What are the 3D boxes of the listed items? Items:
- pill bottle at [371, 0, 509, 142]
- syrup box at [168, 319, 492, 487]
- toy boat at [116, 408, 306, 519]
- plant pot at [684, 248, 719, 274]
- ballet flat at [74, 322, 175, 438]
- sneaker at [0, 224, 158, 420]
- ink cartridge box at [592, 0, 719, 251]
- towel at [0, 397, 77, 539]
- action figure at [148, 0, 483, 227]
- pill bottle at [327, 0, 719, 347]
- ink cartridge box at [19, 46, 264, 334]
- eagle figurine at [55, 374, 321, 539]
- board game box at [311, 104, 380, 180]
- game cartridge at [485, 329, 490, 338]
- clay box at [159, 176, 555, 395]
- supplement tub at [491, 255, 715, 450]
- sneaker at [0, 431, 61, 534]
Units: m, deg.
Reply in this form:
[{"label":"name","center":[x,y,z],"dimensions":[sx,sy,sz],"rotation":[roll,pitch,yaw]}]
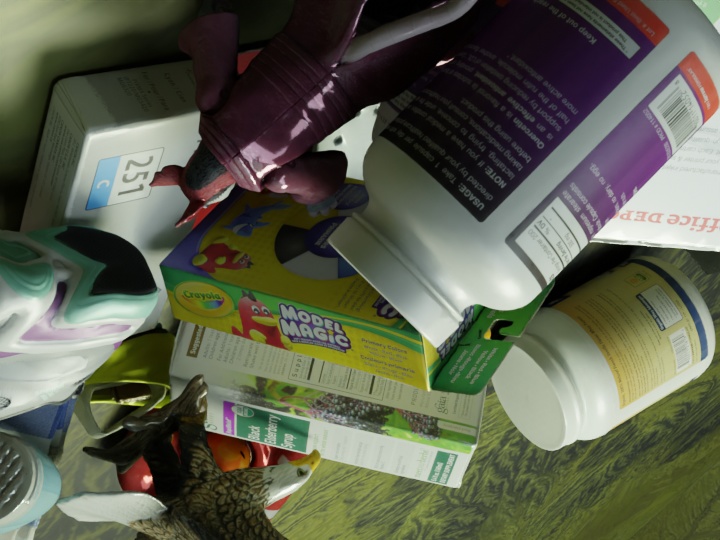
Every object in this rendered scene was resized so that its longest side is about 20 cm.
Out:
[{"label":"pill bottle","center":[0.087,-0.147,0.776],"dimensions":[0.111,0.111,0.200],"rotation":[-8,124,-48]},{"label":"syrup box","center":[-0.021,0.073,0.896],"dimensions":[0.200,0.082,0.079],"rotation":[12,149,1]},{"label":"toy boat","center":[-0.105,0.143,1.008],"dimensions":[0.200,0.130,0.131],"rotation":[-53,-170,30]},{"label":"plant pot","center":[0.317,-0.106,1.118],"dimensions":[0.177,0.200,0.199],"rotation":[-33,158,14]},{"label":"ballet flat","center":[-0.190,0.079,0.877],"dimensions":[0.067,0.067,0.200],"rotation":[-26,169,40]},{"label":"sneaker","center":[-0.218,0.033,0.707],"dimensions":[0.200,0.078,0.140],"rotation":[18,122,-34]},{"label":"ink cartridge box","center":[0.221,-0.121,0.946],"dimensions":[0.146,0.084,0.200],"rotation":[5,123,-13]},{"label":"towel","center":[-0.259,0.115,0.837],"dimensions":[0.147,0.024,0.200],"rotation":[13,134,-14]},{"label":"action figure","center":[-0.019,-0.089,0.680],"dimensions":[0.200,0.134,0.149],"rotation":[-45,-160,0]},{"label":"pill bottle","center":[0.080,-0.060,0.676],"dimensions":[0.200,0.112,0.112],"rotation":[-45,156,0]},{"label":"ink cartridge box","center":[-0.113,-0.041,0.812],"dimensions":[0.176,0.045,0.200],"rotation":[-17,149,-36]},{"label":"eagle figurine","center":[-0.073,0.167,0.844],"dimensions":[0.151,0.200,0.152],"rotation":[-31,174,7]},{"label":"board game box","center":[0.048,-0.069,0.913],"dimensions":[0.200,0.026,0.200],"rotation":[-12,133,-28]},{"label":"game cartridge","center":[-0.011,0.098,1.157],"dimensions":[0.200,0.032,0.176],"rotation":[-15,164,-42]},{"label":"clay box","center":[0.000,0.000,0.782],"dimensions":[0.115,0.200,0.048],"rotation":[-51,143,-40]},{"label":"supplement tub","center":[0.247,0.085,1.404],"dimensions":[0.200,0.144,0.144],"rotation":[-26,154,-23]},{"label":"sneaker","center":[-0.267,0.130,0.785],"dimensions":[0.200,0.074,0.082],"rotation":[1,162,11]}]
